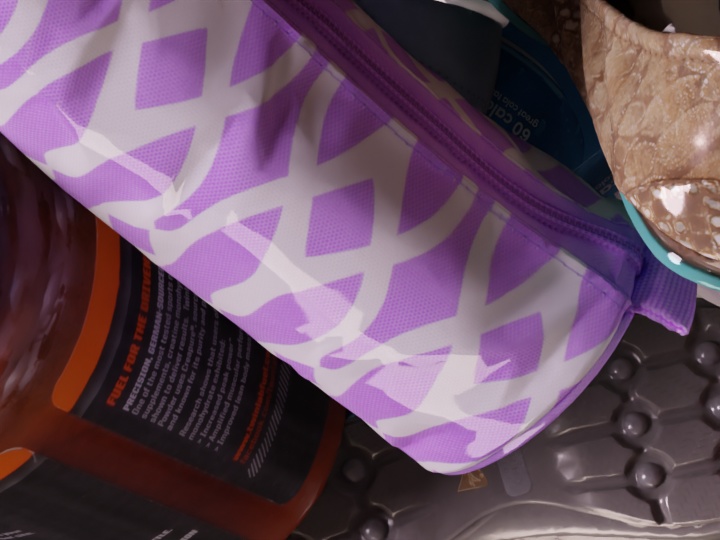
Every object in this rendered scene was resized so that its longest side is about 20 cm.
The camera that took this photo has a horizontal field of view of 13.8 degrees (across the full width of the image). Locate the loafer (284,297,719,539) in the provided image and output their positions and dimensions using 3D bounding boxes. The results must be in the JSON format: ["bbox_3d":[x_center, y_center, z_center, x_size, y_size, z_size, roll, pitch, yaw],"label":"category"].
[{"bbox_3d":[0.051,0.054,0.826,0.199,0.070,0.070,-13,169,6],"label":"loafer"}]

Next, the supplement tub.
[{"bbox_3d":[-0.087,0.013,0.726,0.106,0.108,0.200,3,166,26],"label":"supplement tub"}]

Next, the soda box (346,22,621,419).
[{"bbox_3d":[0.000,0.000,0.855,0.200,0.064,0.068,-39,157,4],"label":"soda box"}]

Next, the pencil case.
[{"bbox_3d":[-0.022,-0.039,0.660,0.200,0.084,0.085,39,128,-24],"label":"pencil case"}]

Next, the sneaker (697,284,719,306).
[{"bbox_3d":[0.120,0.001,0.699,0.079,0.074,0.200,41,-166,-25],"label":"sneaker"}]

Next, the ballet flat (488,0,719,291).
[{"bbox_3d":[0.074,-0.066,0.692,0.070,0.066,0.200,9,-154,-22],"label":"ballet flat"}]

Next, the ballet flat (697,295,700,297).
[{"bbox_3d":[0.089,0.005,0.956,0.070,0.201,0.065,0,-138,-25],"label":"ballet flat"}]

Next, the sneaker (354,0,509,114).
[{"bbox_3d":[-0.061,-0.065,0.788,0.199,0.080,0.078,12,179,-2],"label":"sneaker"}]
